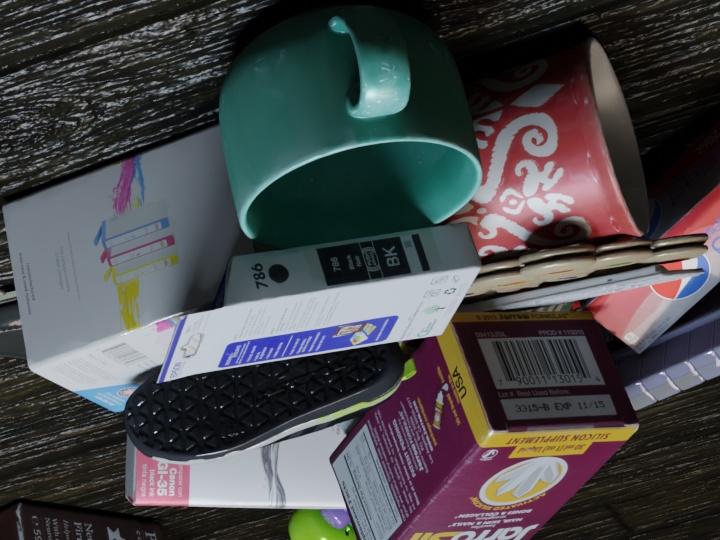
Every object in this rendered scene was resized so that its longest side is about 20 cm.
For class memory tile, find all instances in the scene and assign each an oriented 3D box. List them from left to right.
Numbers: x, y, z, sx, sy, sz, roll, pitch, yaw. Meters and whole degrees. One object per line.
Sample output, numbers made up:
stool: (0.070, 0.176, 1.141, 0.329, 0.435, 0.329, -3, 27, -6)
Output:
memory tile: (0.123, 0.002, 1.499, 0.153, 0.017, 0.200, -5, 175, -37)

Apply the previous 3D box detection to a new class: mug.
mug: (0.000, -0.100, 1.346, 0.152, 0.114, 0.185, 10, 148, -42)
mug: (0.084, -0.046, 1.472, 0.200, 0.133, 0.178, -15, 121, 15)

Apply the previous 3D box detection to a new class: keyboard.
keyboard: (0.140, 0.018, 1.532, 0.200, 0.011, 0.056, -13, 168, 39)

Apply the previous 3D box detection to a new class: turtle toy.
turtle toy: (0.007, 0.206, 2.092, 0.146, 0.101, 0.200, 11, 148, -44)

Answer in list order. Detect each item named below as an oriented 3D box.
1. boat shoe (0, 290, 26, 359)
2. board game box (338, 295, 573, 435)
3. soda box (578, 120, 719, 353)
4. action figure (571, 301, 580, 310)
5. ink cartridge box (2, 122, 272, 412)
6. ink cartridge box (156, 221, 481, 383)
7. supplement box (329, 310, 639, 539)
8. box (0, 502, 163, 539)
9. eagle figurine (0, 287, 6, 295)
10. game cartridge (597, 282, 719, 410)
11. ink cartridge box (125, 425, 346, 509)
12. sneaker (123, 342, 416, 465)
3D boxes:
boat shoe: (-0.206, 0.050, 1.667, 0.201, 0.063, 0.074, 2, 156, -27)
board game box: (0.074, 0.034, 1.657, 0.148, 0.064, 0.200, 6, 121, -38)
soda box: (0.243, -0.037, 1.583, 0.063, 0.070, 0.200, 36, 111, -24)
action figure: (0.208, 0.030, 1.850, 0.065, 0.052, 0.200, -12, 153, -15)
ink cartridge box: (-0.118, -0.004, 1.498, 0.200, 0.125, 0.129, -20, 157, 14)
ink cartridge box: (-0.031, 0.020, 1.395, 0.200, 0.039, 0.099, -9, 156, -21)
supplement box: (0.085, 0.124, 1.587, 0.131, 0.103, 0.200, -1, 146, -30)
box: (-0.305, 0.336, 2.154, 0.164, 0.166, 0.200, -28, 153, 31)
eagle figurine: (-0.335, -0.006, 1.392, 0.200, 0.151, 0.152, -20, 169, -10)
game cartridge: (0.237, 0.014, 1.655, 0.130, 0.200, 0.038, -23, 123, 29)
ink cartridge box: (-0.093, 0.156, 1.852, 0.200, 0.083, 0.147, 2, 176, -8)
sneaker: (-0.058, 0.094, 1.502, 0.200, 0.072, 0.083, -13, 159, 0)
